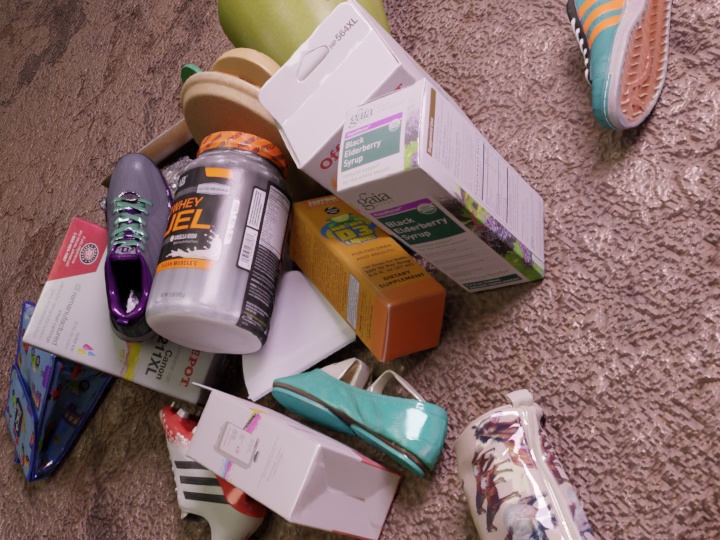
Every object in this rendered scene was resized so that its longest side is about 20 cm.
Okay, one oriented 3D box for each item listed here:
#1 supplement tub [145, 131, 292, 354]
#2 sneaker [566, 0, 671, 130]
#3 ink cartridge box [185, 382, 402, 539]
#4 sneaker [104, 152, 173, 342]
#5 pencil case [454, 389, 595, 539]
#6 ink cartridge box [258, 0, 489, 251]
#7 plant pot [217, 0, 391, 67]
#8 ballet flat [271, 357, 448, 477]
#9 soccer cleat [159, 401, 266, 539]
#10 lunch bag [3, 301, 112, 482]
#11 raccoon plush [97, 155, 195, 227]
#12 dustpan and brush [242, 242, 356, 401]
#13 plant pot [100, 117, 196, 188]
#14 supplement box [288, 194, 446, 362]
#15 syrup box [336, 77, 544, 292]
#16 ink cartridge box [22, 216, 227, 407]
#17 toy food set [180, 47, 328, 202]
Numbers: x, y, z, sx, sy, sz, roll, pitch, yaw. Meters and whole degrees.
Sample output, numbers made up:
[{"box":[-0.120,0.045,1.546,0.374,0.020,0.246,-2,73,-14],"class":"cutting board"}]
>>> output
[{"box":[-0.136,-0.028,0.820,0.121,0.122,0.203,-11,61,38],"class":"supplement tub"},{"box":[0.218,-0.205,0.710,0.079,0.071,0.203,-6,59,45],"class":"sneaker"},{"box":[-0.074,0.169,0.741,0.198,0.116,0.068,15,78,47],"class":"ink cartridge box"},{"box":[-0.225,-0.033,0.827,0.088,0.073,0.204,118,147,-73],"class":"sneaker"},{"box":[0.128,0.188,0.570,0.090,0.077,0.202,-54,39,36],"class":"pencil case"},{"box":[0.013,-0.137,0.761,0.128,0.199,0.126,-43,46,16],"class":"ink cartridge box"},{"box":[-0.036,-0.245,0.902,0.187,0.186,0.202,-39,62,20],"class":"plant pot"},{"box":[0.003,0.120,0.741,0.198,0.068,0.071,16,64,43],"class":"ballet flat"},{"box":[-0.166,0.210,0.842,0.199,0.068,0.086,35,92,43],"class":"soccer cleat"},{"box":[-0.422,0.170,1.098,0.150,0.093,0.203,36,106,46],"class":"lunch bag"},{"box":[-0.233,-0.110,0.996,0.096,0.134,0.201,37,105,15],"class":"raccoon plush"},{"box":[-0.075,0.030,0.870,0.138,0.057,0.202,-31,56,14],"class":"dustpan and brush"},{"box":[-0.252,-0.162,1.077,0.199,0.028,0.200,-35,11,8],"class":"plant pot"},{"box":[0.000,0.000,0.784,0.200,0.066,0.070,44,139,47],"class":"supplement box"},{"box":[0.072,-0.060,0.667,0.078,0.199,0.083,-13,59,35],"class":"syrup box"},{"box":[-0.239,0.047,0.897,0.083,0.197,0.148,111,178,-78],"class":"ink cartridge box"},{"box":[-0.114,-0.150,0.893,0.196,0.200,0.049,2,54,48],"class":"toy food set"}]
